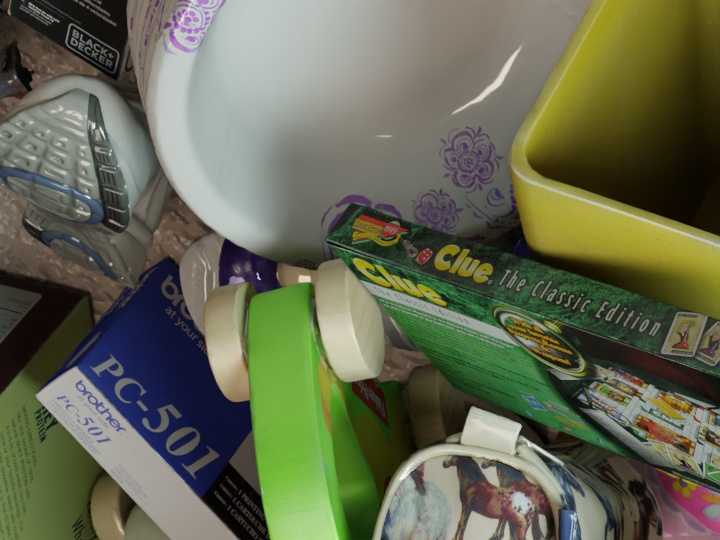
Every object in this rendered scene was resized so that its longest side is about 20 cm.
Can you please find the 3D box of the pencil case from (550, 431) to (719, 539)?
[{"bbox_3d":[0.179,0.100,1.044,0.199,0.088,0.088,-6,122,36],"label":"pencil case"}]

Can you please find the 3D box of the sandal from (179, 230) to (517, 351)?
[{"bbox_3d":[-0.001,-0.007,1.096,0.201,0.050,0.083,-2,108,37],"label":"sandal"}]

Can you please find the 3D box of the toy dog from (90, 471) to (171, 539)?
[{"bbox_3d":[-0.077,0.193,1.268,0.200,0.096,0.132,46,136,-9],"label":"toy dog"}]

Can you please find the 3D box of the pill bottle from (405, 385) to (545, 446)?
[{"bbox_3d":[0.012,0.155,1.108,0.115,0.200,0.116,16,132,19],"label":"pill bottle"}]

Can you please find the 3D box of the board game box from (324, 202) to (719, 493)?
[{"bbox_3d":[0.081,0.034,0.840,0.199,0.024,0.105,20,160,45],"label":"board game box"}]

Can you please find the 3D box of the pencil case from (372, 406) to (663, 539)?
[{"bbox_3d":[0.068,0.105,0.932,0.077,0.200,0.090,28,94,18],"label":"pencil case"}]

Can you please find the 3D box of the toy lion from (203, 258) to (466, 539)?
[{"bbox_3d":[0.004,0.117,0.947,0.068,0.193,0.200,-12,155,14],"label":"toy lion"}]

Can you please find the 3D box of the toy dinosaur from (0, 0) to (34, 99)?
[{"bbox_3d":[-0.252,-0.098,1.111,0.180,0.200,0.106,-17,102,5],"label":"toy dinosaur"}]

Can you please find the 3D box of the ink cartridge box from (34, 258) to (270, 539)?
[{"bbox_3d":[-0.064,0.100,1.186,0.200,0.094,0.044,47,135,-11],"label":"ink cartridge box"}]

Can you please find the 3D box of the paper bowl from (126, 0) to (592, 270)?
[{"bbox_3d":[0.006,-0.104,0.932,0.199,0.105,0.202,-9,133,-10],"label":"paper bowl"}]

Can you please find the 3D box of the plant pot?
[{"bbox_3d":[0.181,-0.023,0.877,0.199,0.201,0.177,20,147,17],"label":"plant pot"}]

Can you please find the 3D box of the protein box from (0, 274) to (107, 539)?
[{"bbox_3d":[-0.238,0.132,1.243,0.134,0.200,0.200,14,131,22],"label":"protein box"}]

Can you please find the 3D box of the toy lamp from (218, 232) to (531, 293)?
[{"bbox_3d":[0.030,0.006,1.009,0.199,0.058,0.059,2,126,34],"label":"toy lamp"}]

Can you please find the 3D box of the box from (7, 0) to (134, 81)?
[{"bbox_3d":[-0.073,-0.189,0.941,0.060,0.117,0.201,32,137,10],"label":"box"}]

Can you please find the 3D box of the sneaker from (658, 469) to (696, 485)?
[{"bbox_3d":[0.134,0.033,0.996,0.199,0.074,0.084,22,128,44],"label":"sneaker"}]

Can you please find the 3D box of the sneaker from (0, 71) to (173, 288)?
[{"bbox_3d":[-0.117,-0.058,1.047,0.074,0.088,0.200,28,168,2],"label":"sneaker"}]
